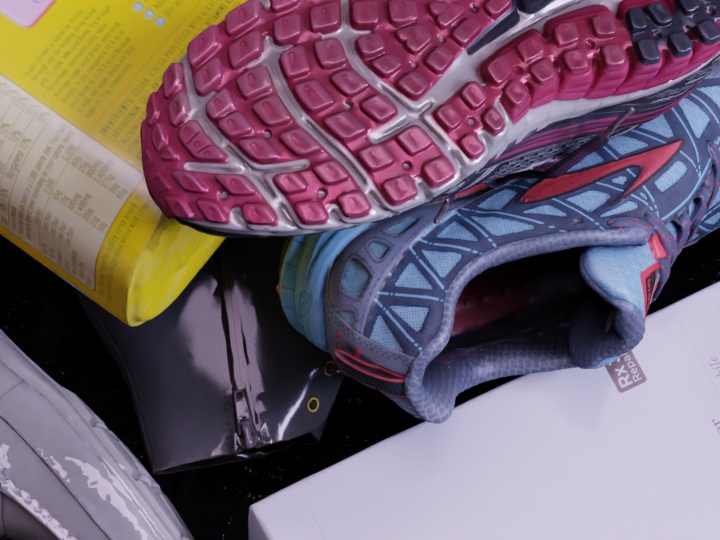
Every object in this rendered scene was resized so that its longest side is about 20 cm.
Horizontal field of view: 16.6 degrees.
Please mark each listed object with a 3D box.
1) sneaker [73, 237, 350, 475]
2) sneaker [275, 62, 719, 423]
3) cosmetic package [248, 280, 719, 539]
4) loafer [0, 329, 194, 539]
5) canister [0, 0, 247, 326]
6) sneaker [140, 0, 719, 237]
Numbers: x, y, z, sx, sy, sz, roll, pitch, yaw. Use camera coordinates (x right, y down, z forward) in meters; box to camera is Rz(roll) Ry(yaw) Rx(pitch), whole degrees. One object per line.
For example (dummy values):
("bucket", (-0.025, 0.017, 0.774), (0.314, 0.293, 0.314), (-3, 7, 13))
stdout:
("sneaker", (0.000, 0.000, 0.874), (0.199, 0.075, 0.107), (-18, 83, -12))
("sneaker", (0.078, -0.004, 0.807), (0.199, 0.080, 0.096), (-25, 41, -15))
("cosmetic package", (0.071, 0.094, 0.824), (0.199, 0.081, 0.113), (-26, 71, -14))
("loafer", (-0.128, 0.061, 0.837), (0.070, 0.070, 0.200), (-45, 72, -8))
("canister", (-0.112, -0.092, 0.809), (0.199, 0.087, 0.149), (34, 66, 10))
("sneaker", (0.030, -0.050, 0.750), (0.199, 0.075, 0.081), (-18, 68, -15))
